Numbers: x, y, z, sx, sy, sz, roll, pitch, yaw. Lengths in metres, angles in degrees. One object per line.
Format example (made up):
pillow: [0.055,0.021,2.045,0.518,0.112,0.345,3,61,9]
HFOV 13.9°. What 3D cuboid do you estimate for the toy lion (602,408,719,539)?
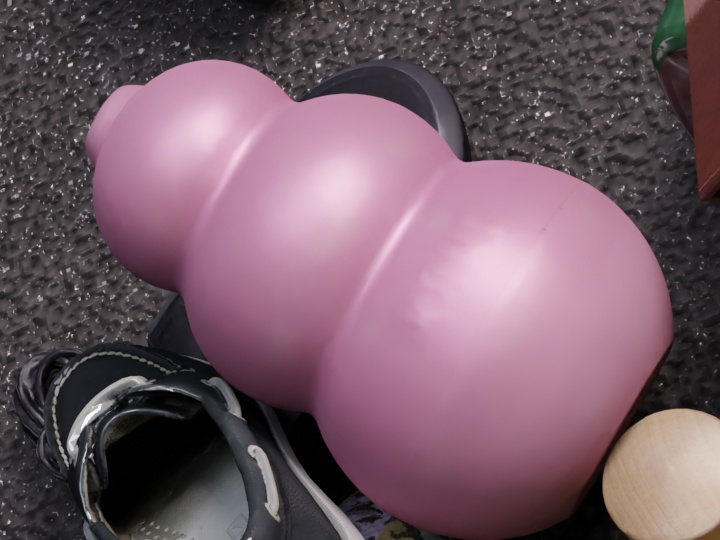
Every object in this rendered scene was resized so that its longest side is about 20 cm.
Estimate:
toy lion: [0.170,0.116,0.890,0.199,0.069,0.192,-25,59,11]

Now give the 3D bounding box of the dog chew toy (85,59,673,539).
dog chew toy: [0.000,0.000,0.959,0.200,0.125,0.125,31,75,8]

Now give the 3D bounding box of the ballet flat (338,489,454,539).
ballet flat: [-0.012,0.149,0.954,0.072,0.072,0.201,-2,59,27]

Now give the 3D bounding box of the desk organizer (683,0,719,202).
desk organizer: [0.202,-0.061,0.902,0.199,0.072,0.077,4,68,-15]

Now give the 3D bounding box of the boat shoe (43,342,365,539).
boat shoe: [-0.061,0.064,0.969,0.076,0.060,0.200,-53,36,-4]

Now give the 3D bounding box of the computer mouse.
computer mouse: [-0.026,0.015,1.064,0.200,0.053,0.138,-52,52,5]

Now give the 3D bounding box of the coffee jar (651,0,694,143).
coffee jar: [0.171,-0.132,1.016,0.085,0.104,0.201,8,63,30]
